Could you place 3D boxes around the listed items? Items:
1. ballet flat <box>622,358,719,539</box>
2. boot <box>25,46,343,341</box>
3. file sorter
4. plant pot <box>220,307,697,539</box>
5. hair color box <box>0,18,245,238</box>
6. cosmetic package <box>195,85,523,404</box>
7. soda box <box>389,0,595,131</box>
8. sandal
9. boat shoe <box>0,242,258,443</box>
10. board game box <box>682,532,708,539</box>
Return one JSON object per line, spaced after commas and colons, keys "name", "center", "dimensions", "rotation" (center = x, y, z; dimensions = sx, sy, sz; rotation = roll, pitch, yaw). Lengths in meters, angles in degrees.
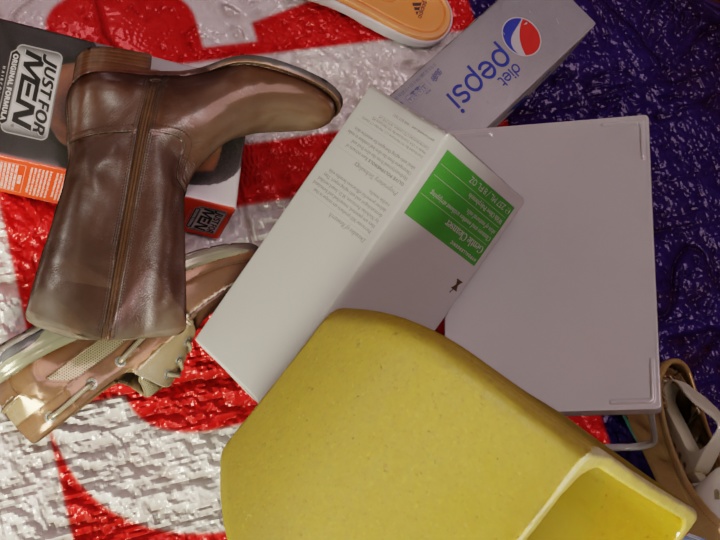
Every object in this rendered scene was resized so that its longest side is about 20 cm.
{"name": "ballet flat", "center": [0.234, 0.138, 0.939], "dimensions": [0.068, 0.063, 0.201], "rotation": [20, 32, -31]}
{"name": "boot", "center": [-0.105, -0.038, 0.855], "dimensions": [0.183, 0.064, 0.203], "rotation": [4, 62, -3]}
{"name": "file sorter", "center": [0.136, 0.015, 0.946], "dimensions": [0.137, 0.125, 0.203], "rotation": [-3, 69, 13]}
{"name": "plant pot", "center": [0.034, 0.136, 0.779], "dimensions": [0.200, 0.194, 0.196], "rotation": [41, 94, 34]}
{"name": "hair color box", "center": [-0.179, -0.097, 0.927], "dimensions": [0.197, 0.061, 0.103], "rotation": [12, 67, -16]}
{"name": "cosmetic package", "center": [0.000, 0.000, 0.877], "dimensions": [0.107, 0.085, 0.201], "rotation": [30, 94, -49]}
{"name": "soda box", "center": [0.089, -0.142, 1.038], "dimensions": [0.068, 0.063, 0.200], "rotation": [45, 63, 2]}
{"name": "sandal", "center": [-0.014, -0.242, 1.039], "dimensions": [0.204, 0.059, 0.080], "rotation": [22, 65, -11]}
{"name": "boat shoe", "center": [-0.144, 0.047, 0.887], "dimensions": [0.198, 0.076, 0.072], "rotation": [-28, 85, -17]}
{"name": "board game box", "center": [0.240, 0.237, 0.845], "dimensions": [0.201, 0.199, 0.062], "rotation": [55, 45, -17]}
